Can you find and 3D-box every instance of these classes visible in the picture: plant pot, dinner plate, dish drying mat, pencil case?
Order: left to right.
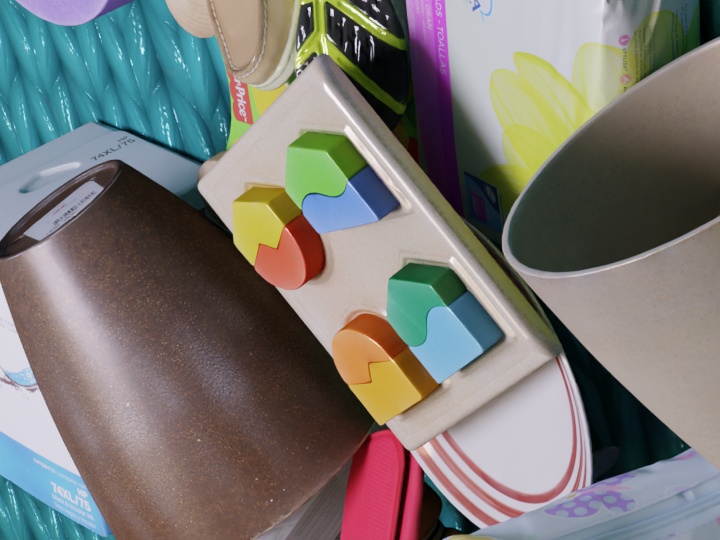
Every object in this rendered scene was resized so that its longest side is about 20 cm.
[{"bbox_3d":[-0.116,0.041,1.507,0.200,0.187,0.187,54,152,-18],"label":"plant pot"},{"bbox_3d":[0.004,0.185,1.438,0.077,0.018,0.200,-25,54,57],"label":"dish drying mat"},{"bbox_3d":[0.062,0.051,1.351,0.200,0.024,0.200,42,146,39],"label":"dinner plate"},{"bbox_3d":[0.130,0.136,1.254,0.083,0.200,0.091,50,148,38],"label":"pencil case"},{"bbox_3d":[0.190,0.021,1.113,0.187,0.187,0.200,-2,127,57],"label":"plant pot"}]

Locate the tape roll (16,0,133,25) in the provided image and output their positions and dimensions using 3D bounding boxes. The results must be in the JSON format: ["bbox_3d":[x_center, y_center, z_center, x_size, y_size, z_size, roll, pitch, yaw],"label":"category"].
[{"bbox_3d":[-0.168,-0.248,1.494,0.200,0.085,0.200,37,142,36],"label":"tape roll"}]

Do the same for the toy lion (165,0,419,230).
[{"bbox_3d":[-0.010,-0.078,1.431,0.191,0.069,0.200,19,130,40],"label":"toy lion"}]

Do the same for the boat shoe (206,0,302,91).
[{"bbox_3d":[-0.075,-0.191,1.352,0.074,0.066,0.200,-25,70,51],"label":"boat shoe"}]

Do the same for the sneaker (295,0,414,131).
[{"bbox_3d":[-0.001,-0.168,1.314,0.075,0.076,0.200,7,105,11],"label":"sneaker"}]

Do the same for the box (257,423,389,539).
[{"bbox_3d":[-0.051,0.166,1.556,0.039,0.200,0.041,26,165,41],"label":"box"}]

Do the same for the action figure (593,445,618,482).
[{"bbox_3d":[0.062,0.076,1.449,0.200,0.055,0.118,36,143,38],"label":"action figure"}]

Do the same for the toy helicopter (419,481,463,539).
[{"bbox_3d":[0.034,0.207,1.466,0.079,0.132,0.200,48,175,-19],"label":"toy helicopter"}]

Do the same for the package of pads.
[{"bbox_3d":[0.093,-0.093,1.246,0.154,0.068,0.200,31,139,42],"label":"package of pads"}]

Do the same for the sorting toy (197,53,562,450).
[{"bbox_3d":[0.000,0.000,1.317,0.185,0.036,0.200,51,153,1],"label":"sorting toy"}]

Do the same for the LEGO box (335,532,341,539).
[{"bbox_3d":[-0.045,0.219,1.633,0.200,0.149,0.077,29,137,42],"label":"LEGO box"}]

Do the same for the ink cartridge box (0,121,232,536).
[{"bbox_3d":[-0.167,0.033,1.665,0.146,0.147,0.200,23,134,47],"label":"ink cartridge box"}]
